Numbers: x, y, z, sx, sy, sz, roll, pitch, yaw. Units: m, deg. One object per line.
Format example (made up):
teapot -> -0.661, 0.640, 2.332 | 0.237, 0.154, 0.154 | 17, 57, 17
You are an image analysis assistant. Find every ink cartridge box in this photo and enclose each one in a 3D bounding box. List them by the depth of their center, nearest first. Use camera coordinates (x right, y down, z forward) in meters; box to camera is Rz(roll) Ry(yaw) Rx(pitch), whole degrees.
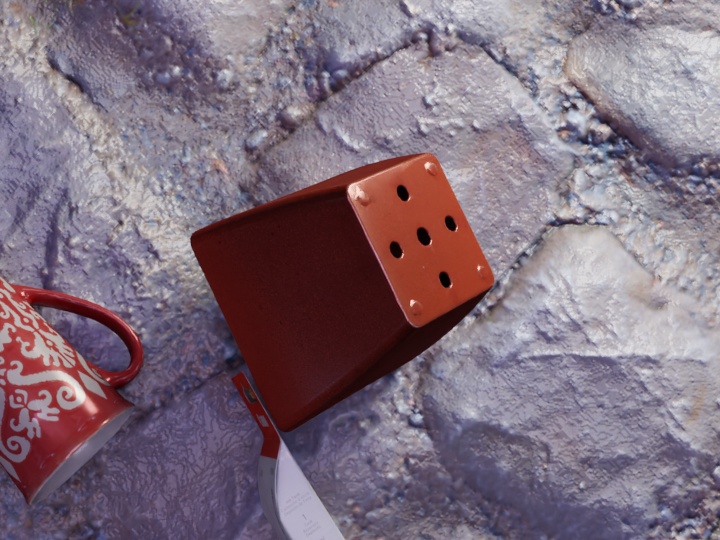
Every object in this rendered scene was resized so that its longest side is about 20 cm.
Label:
ink cartridge box -> -0.081, 0.196, 1.241 | 0.057, 0.163, 0.201 | -35, 90, -12

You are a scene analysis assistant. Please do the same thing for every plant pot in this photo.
plant pot -> 0.000, 0.000, 1.213 | 0.199, 0.175, 0.202 | -25, 88, -46

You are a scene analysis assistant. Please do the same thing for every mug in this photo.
mug -> -0.318, 0.094, 1.262 | 0.200, 0.177, 0.134 | 46, 119, 3
